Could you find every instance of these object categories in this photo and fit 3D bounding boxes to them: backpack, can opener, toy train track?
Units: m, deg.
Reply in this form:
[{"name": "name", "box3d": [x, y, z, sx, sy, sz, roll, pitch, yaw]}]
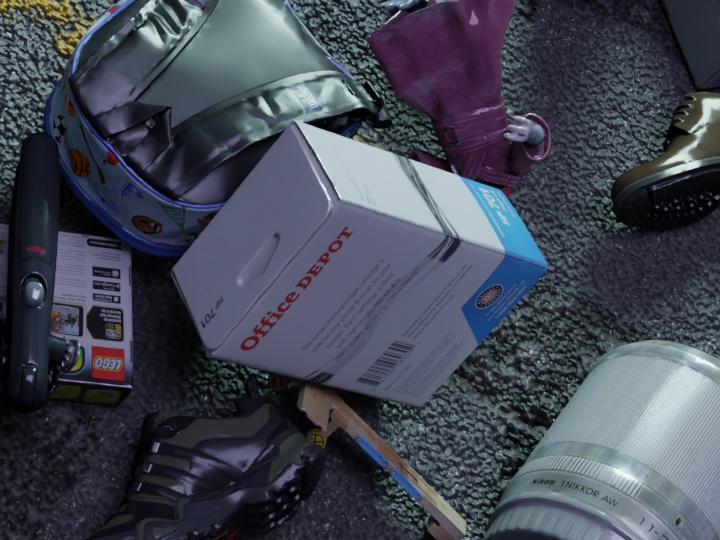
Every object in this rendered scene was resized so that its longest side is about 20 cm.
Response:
[{"name": "backpack", "box3d": [-0.117, -0.106, 1.612, 0.200, 0.154, 0.190, 46, 48, 10]}, {"name": "can opener", "box3d": [-0.212, 0.001, 1.522, 0.078, 0.063, 0.201, 15, 62, -19]}, {"name": "toy train track", "box3d": [-0.008, 0.117, 1.622, 0.200, 0.033, 0.115, 44, 16, -11]}]

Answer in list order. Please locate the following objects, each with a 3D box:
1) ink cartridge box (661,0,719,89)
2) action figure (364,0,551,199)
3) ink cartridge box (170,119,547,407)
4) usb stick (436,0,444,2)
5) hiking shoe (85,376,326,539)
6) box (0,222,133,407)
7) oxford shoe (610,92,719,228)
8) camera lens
[{"name": "ink cartridge box", "box3d": [0.344, -0.239, 1.942, 0.199, 0.084, 0.147, -12, 71, -30]}, {"name": "action figure", "box3d": [0.073, -0.111, 1.747, 0.149, 0.133, 0.201, -50, 126, -66]}, {"name": "ink cartridge box", "box3d": [0.000, 0.000, 1.576, 0.199, 0.147, 0.086, 18, 34, -42]}, {"name": "usb stick", "box3d": [0.058, -0.249, 1.837, 0.055, 0.033, 0.201, 12, 62, -22]}, {"name": "hiking shoe", "box3d": [-0.124, 0.146, 1.545, 0.199, 0.076, 0.101, -27, 58, -29]}, {"name": "box", "box3d": [-0.247, 0.023, 1.554, 0.199, 0.035, 0.111, 8, 63, -23]}, {"name": "oxford shoe", "box3d": [0.256, -0.090, 1.845, 0.199, 0.073, 0.085, -23, 63, -36]}, {"name": "camera lens", "box3d": [0.189, 0.159, 1.627, 0.160, 0.160, 0.200, 42, 56, -2]}]
